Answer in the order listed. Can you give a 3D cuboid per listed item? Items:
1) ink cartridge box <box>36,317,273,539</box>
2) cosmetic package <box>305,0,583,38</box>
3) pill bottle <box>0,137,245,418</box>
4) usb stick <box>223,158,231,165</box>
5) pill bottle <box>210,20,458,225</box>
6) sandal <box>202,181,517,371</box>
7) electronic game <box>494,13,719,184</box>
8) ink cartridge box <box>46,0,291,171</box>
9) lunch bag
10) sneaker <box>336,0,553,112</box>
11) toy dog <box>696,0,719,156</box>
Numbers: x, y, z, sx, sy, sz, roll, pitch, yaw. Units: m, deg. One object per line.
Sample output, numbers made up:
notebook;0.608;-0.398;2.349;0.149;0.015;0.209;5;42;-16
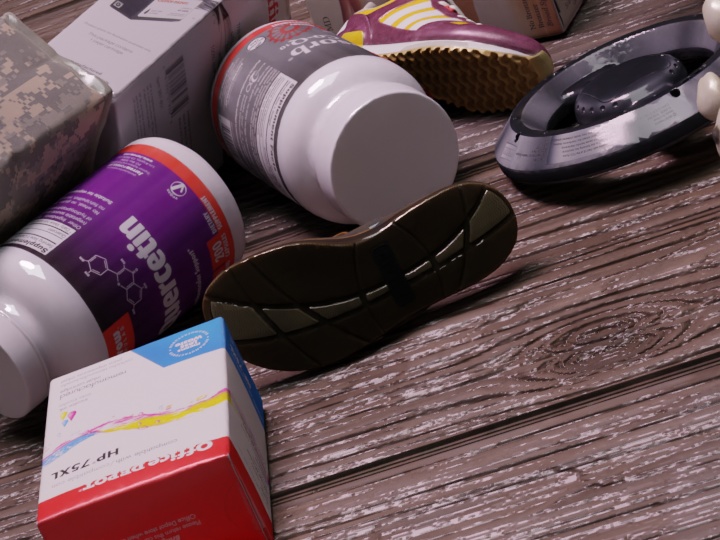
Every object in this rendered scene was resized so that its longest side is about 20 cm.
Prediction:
ink cartridge box;-0.115;0.117;1.279;0.116;0.068;0.200;-21;26;5
cosmetic package;0.063;-0.226;1.748;0.199;0.104;0.087;-10;28;28
pill bottle;-0.174;0.007;1.485;0.112;0.113;0.200;5;38;45
usb stick;-0.108;-0.103;1.733;0.055;0.033;0.200;16;45;39
pill bottle;-0.017;-0.098;1.553;0.115;0.116;0.200;-30;27;-14
sandal;0.000;0.000;1.402;0.199;0.082;0.055;-27;9;-4
electronic game;0.181;-0.114;1.506;0.199;0.042;0.200;-24;19;8
ink cartridge box;-0.139;-0.138;1.639;0.083;0.146;0.200;24;51;25
lunch bag;-0.266;-0.046;1.534;0.117;0.201;0.164;36;50;15
sneaker;0.061;-0.170;1.649;0.199;0.075;0.090;4;55;38
toy dog;0.283;-0.100;1.324;0.193;0.140;0.200;33;49;16
